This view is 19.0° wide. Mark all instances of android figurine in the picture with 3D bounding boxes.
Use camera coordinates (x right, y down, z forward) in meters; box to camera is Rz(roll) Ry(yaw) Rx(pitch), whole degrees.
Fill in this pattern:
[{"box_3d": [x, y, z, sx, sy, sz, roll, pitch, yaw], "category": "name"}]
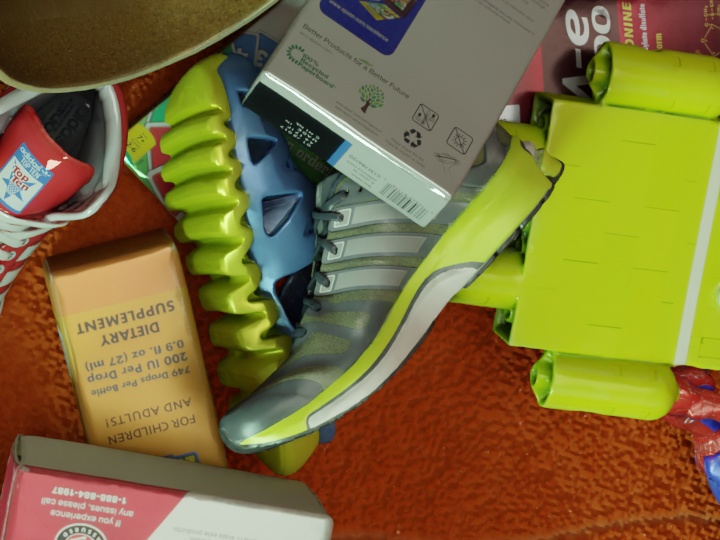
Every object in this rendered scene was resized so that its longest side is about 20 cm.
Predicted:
[{"box_3d": [0.138, -0.017, 1.049, 0.199, 0.041, 0.183, 9, 100, -13], "category": "android figurine"}]

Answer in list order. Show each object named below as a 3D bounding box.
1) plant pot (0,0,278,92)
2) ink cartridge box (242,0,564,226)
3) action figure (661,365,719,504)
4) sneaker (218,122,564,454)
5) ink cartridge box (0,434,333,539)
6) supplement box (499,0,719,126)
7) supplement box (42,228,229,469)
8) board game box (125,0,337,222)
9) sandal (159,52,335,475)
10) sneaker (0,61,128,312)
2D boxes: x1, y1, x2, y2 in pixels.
[{"box_3d": [-0.122, -0.211, 0.917, 0.186, 0.186, 0.200, -29, 75, -9], "category": "plant pot"}, {"box_3d": [0.037, -0.125, 0.960, 0.099, 0.039, 0.200, 34, 62, -5], "category": "ink cartridge box"}, {"box_3d": [0.213, 0.091, 1.125, 0.099, 0.065, 0.200, -32, 103, -2], "category": "action figure"}, {"box_3d": [0.000, 0.000, 0.970, 0.081, 0.074, 0.200, 43, 74, -3], "category": "sneaker"}, {"box_3d": [-0.105, 0.188, 0.983, 0.147, 0.086, 0.201, 11, 96, -11], "category": "ink cartridge box"}, {"box_3d": [0.141, -0.088, 1.090, 0.199, 0.061, 0.109, -6, 97, -11], "category": "supplement box"}, {"box_3d": [-0.100, 0.086, 1.048, 0.066, 0.069, 0.201, -15, 102, -9], "category": "supplement box"}, {"box_3d": [-0.016, -0.088, 1.033, 0.200, 0.030, 0.096, -39, 103, 14], "category": "board game box"}, {"box_3d": [-0.036, -0.009, 1.021, 0.087, 0.079, 0.201, -21, 107, -22], "category": "sandal"}, {"box_3d": [-0.174, -0.017, 0.994, 0.071, 0.112, 0.200, 33, 88, -14], "category": "sneaker"}]
